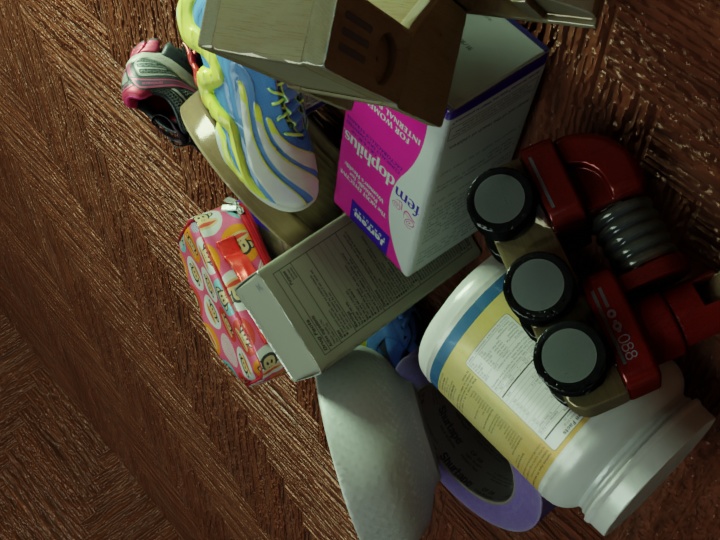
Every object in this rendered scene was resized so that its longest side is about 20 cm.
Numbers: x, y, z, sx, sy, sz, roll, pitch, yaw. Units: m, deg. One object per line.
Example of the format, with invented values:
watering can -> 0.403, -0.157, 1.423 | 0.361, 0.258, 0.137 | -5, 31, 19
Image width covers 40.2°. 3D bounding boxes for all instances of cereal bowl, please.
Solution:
cereal bowl -> 0.023, 0.161, 0.920 | 0.200, 0.083, 0.202 | -17, -90, -86

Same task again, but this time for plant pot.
plant pot -> -0.074, -0.114, 0.955 | 0.201, 0.093, 0.201 | 48, -170, -12

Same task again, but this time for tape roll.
tape roll -> 0.128, 0.146, 0.955 | 0.200, 0.085, 0.201 | 40, 148, 31

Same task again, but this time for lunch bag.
lunch bag -> -0.132, 0.026, 1.094 | 0.201, 0.081, 0.176 | 65, 161, 3

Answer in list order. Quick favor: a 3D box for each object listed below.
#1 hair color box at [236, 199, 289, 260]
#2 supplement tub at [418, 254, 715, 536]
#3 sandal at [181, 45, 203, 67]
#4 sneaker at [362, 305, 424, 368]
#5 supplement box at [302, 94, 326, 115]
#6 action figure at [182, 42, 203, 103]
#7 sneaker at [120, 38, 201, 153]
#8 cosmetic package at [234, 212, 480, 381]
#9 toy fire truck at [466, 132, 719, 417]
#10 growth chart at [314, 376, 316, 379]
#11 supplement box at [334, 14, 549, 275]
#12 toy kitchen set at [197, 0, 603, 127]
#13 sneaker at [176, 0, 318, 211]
hair color box -> -0.064, -0.011, 1.132 | 0.199, 0.065, 0.110 | 28, 141, 42
supplement tub -> 0.159, 0.091, 0.773 | 0.200, 0.144, 0.145 | 44, 151, 23
sandal -> -0.168, -0.231, 1.077 | 0.201, 0.075, 0.048 | 130, 149, -51
sneaker -> 0.034, 0.034, 1.022 | 0.078, 0.066, 0.201 | 21, 138, 33
supplement box -> -0.033, -0.237, 0.785 | 0.101, 0.103, 0.200 | 48, 154, 17
action figure -> -0.124, -0.196, 0.909 | 0.201, 0.065, 0.052 | -103, -11, -56
sneaker -> -0.174, -0.159, 1.066 | 0.199, 0.075, 0.080 | 33, 140, -28
cosmetic package -> 0.000, 0.000, 0.879 | 0.104, 0.199, 0.073 | 58, 154, -2
toy fire truck -> 0.187, -0.021, 0.645 | 0.177, 0.199, 0.129 | 69, -170, 21
growth chart -> -0.043, 0.089, 1.043 | 0.145, 0.018, 0.202 | -98, -9, -72
supplement box -> 0.055, -0.106, 0.765 | 0.101, 0.103, 0.201 | 46, 153, 22
toy kitchen set -> 0.043, -0.192, 0.555 | 0.162, 0.180, 0.202 | 14, 94, 25
sneaker -> -0.077, -0.142, 0.771 | 0.105, 0.075, 0.201 | -10, 111, 61
